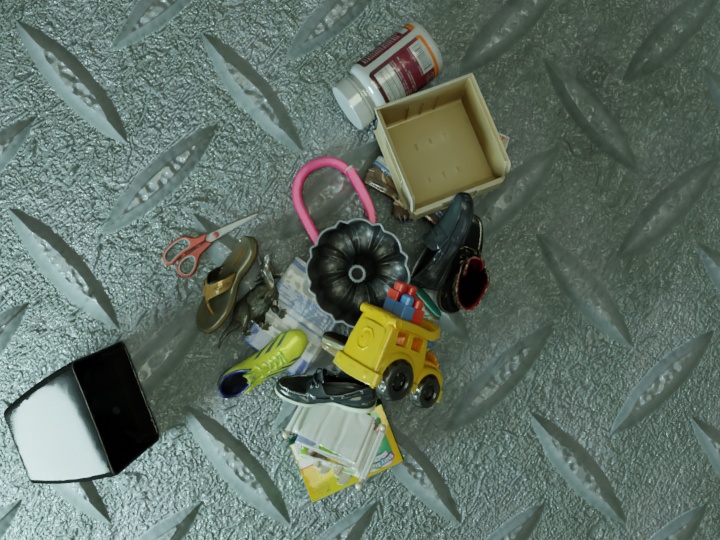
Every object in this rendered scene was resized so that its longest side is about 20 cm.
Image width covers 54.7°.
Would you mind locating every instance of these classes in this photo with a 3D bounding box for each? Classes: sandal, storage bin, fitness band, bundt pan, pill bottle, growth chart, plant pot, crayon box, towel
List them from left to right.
[{"bbox_3d":[-0.506,0.269,1.247,0.174,0.200,0.204,-21,92,6],"label":"plant pot"},{"bbox_3d":[-0.261,0.020,1.313,0.054,0.079,0.203,34,81,-48],"label":"sandal"},{"bbox_3d":[-0.120,0.092,1.359,0.145,0.024,0.202,34,87,-4],"label":"towel"},{"bbox_3d":[-0.051,0.307,1.301,0.197,0.018,0.146,25,66,24],"label":"growth chart"},{"bbox_3d":[-0.050,-0.123,1.358,0.142,0.037,0.203,-29,92,-4],"label":"fitness band"},{"bbox_3d":[-0.027,0.348,1.350,0.196,0.058,0.121,-23,92,-5],"label":"crayon box"},{"bbox_3d":[0.000,0.000,1.302,0.197,0.076,0.207,2,100,9],"label":"bundt pan"},{"bbox_3d":[0.051,-0.368,1.327,0.199,0.114,0.115,-38,93,-4],"label":"pill bottle"},{"bbox_3d":[0.148,-0.226,1.291,0.196,0.094,0.202,-20,79,-7],"label":"storage bin"}]

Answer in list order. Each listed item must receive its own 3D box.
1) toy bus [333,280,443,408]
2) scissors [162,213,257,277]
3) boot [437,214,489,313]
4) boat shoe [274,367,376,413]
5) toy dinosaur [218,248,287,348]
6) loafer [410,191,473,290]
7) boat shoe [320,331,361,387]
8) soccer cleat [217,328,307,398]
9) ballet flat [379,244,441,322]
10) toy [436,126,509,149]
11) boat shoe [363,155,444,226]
[{"bbox_3d":[0.076,0.126,1.234,0.198,0.135,0.196,23,88,-41],"label":"toy bus"},{"bbox_3d":[-0.294,-0.068,1.346,0.199,0.014,0.073,-42,92,-2],"label":"scissors"},{"bbox_3d":[0.205,-0.013,1.323,0.072,0.151,0.204,19,88,-5],"label":"boot"},{"bbox_3d":[-0.063,0.216,1.307,0.194,0.075,0.067,12,122,6],"label":"boat shoe"},{"bbox_3d":[-0.200,0.069,1.327,0.076,0.102,0.202,28,101,-35],"label":"toy dinosaur"},{"bbox_3d":[0.148,-0.053,1.281,0.069,0.069,0.204,12,119,-18],"label":"loafer"},{"bbox_3d":[0.003,0.190,1.347,0.197,0.072,0.077,28,101,-8],"label":"boat shoe"},{"bbox_3d":[-0.183,0.181,1.307,0.198,0.084,0.065,-32,96,8],"label":"soccer cleat"},{"bbox_3d":[0.077,0.029,1.361,0.071,0.069,0.202,-36,89,14],"label":"ballet flat"},{"bbox_3d":[0.192,-0.248,1.374,0.196,0.047,0.118,20,87,-5],"label":"toy"},{"bbox_3d":[0.089,-0.132,1.359,0.200,0.072,0.073,43,92,6],"label":"boat shoe"}]
